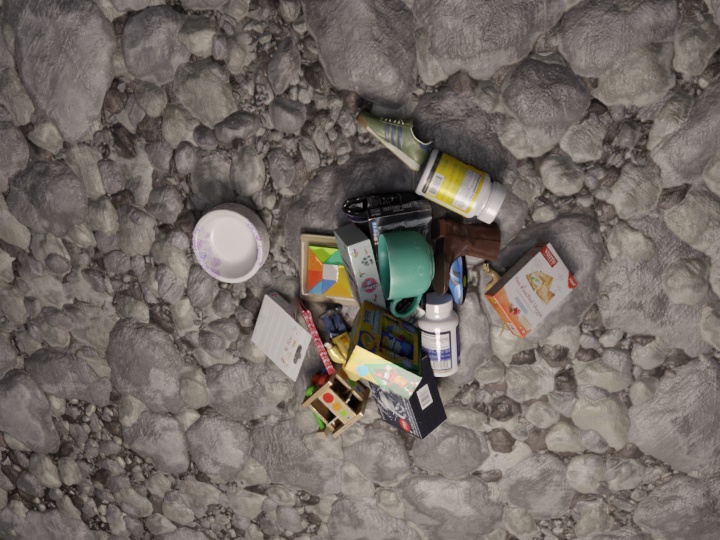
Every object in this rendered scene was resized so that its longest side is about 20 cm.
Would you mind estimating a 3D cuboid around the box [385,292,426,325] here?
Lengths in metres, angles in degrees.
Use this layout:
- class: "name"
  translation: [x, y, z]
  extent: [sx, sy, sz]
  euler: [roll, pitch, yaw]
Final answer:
- class: "box"
  translation: [0.091, 0.118, 1.539]
  extent: [0.046, 0.160, 0.200]
  euler: [40, 114, -12]

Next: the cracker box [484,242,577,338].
- class: "cracker box"
  translation: [0.419, 0.046, 1.450]
  extent: [0.199, 0.058, 0.135]
  euler: [-42, 102, -9]

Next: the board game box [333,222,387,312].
- class: "board game box"
  translation: [0.000, 0.000, 1.491]
  extent: [0.063, 0.148, 0.204]
  euler: [-18, 114, -8]

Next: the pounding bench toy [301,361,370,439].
- class: "pounding bench toy"
  translation: [-0.099, 0.381, 1.705]
  extent: [0.156, 0.125, 0.200]
  euler: [44, 114, -8]

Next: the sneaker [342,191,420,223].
- class: "sneaker"
  translation: [0.051, -0.157, 1.463]
  extent: [0.195, 0.087, 0.078]
  euler: [-8, 83, 14]

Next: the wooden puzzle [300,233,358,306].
- class: "wooden puzzle"
  translation: [-0.077, 0.003, 1.595]
  extent: [0.180, 0.037, 0.205]
  euler: [6, 113, 9]

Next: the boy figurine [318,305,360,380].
- class: "boy figurine"
  translation: [-0.049, 0.202, 1.602]
  extent: [0.064, 0.123, 0.204]
  euler: [-32, 75, 35]

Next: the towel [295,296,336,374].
- class: "towel"
  translation: [-0.125, 0.178, 1.626]
  extent: [0.022, 0.145, 0.204]
  euler: [-24, 107, -9]

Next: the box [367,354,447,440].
- class: "box"
  translation: [0.117, 0.324, 1.599]
  extent: [0.181, 0.103, 0.204]
  euler: [7, 122, 56]

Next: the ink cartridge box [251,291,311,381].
- class: "ink cartridge box"
  translation: [-0.211, 0.180, 1.643]
  extent: [0.198, 0.050, 0.165]
  euler: [36, 118, 26]

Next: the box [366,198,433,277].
- class: "box"
  translation: [0.102, -0.070, 1.473]
  extent: [0.153, 0.050, 0.203]
  euler: [-8, 128, -1]

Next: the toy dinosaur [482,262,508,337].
- class: "toy dinosaur"
  translation: [0.375, 0.063, 1.527]
  extent: [0.099, 0.058, 0.204]
  euler: [-11, 103, 32]

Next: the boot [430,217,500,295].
- class: "boot"
  translation: [0.264, -0.031, 1.428]
  extent: [0.196, 0.064, 0.192]
  euler: [4, 83, -28]

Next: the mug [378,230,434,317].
- class: "mug"
  translation: [0.109, -0.003, 1.398]
  extent: [0.111, 0.154, 0.188]
  euler: [-6, 134, -8]

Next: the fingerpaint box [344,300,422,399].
- class: "fingerpaint box"
  translation: [0.058, 0.178, 1.370]
  extent: [0.164, 0.201, 0.074]
  euler: [27, 116, -7]

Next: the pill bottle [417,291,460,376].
- class: "pill bottle"
  translation: [0.208, 0.166, 1.562]
  extent: [0.108, 0.111, 0.205]
  euler: [-1, 112, 12]

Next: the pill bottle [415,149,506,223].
- class: "pill bottle"
  translation: [0.239, -0.196, 1.406]
  extent: [0.196, 0.115, 0.116]
  euler: [25, 115, 0]

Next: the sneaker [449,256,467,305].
- class: "sneaker"
  translation: [0.231, -0.009, 1.515]
  extent: [0.077, 0.066, 0.205]
  euler: [-2, 111, 22]

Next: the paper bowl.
- class: "paper bowl"
  translation: [-0.338, -0.079, 1.578]
  extent: [0.195, 0.105, 0.206]
  euler: [4, 112, 10]

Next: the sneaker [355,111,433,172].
- class: "sneaker"
  translation: [0.089, -0.333, 1.413]
  extent: [0.199, 0.067, 0.090]
  euler: [39, 107, -6]
